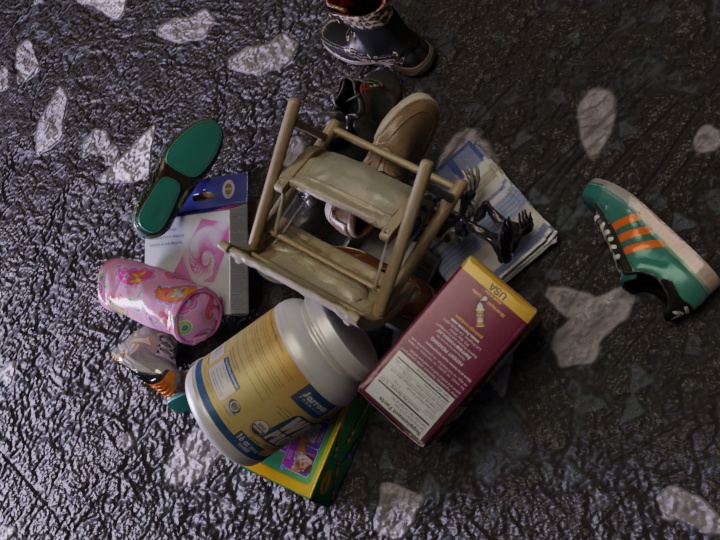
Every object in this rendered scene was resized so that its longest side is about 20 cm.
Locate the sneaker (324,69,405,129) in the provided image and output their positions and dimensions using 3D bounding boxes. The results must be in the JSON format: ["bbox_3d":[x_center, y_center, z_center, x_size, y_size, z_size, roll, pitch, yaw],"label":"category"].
[{"bbox_3d":[0.006,-0.236,1.371,0.077,0.082,0.200,2,39,22],"label":"sneaker"}]

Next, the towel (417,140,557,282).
[{"bbox_3d":[0.145,-0.061,1.290,0.147,0.024,0.200,-42,53,10],"label":"towel"}]

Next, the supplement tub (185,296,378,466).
[{"bbox_3d":[-0.092,0.124,1.198,0.200,0.145,0.145,-35,56,12],"label":"supplement tub"}]

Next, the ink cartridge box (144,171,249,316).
[{"bbox_3d":[-0.236,-0.033,1.426,0.196,0.043,0.201,-5,86,42],"label":"ink cartridge box"}]

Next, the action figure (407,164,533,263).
[{"bbox_3d":[0.111,-0.078,1.236,0.200,0.119,0.102,20,121,33],"label":"action figure"}]

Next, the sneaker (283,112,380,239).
[{"bbox_3d":[-0.045,-0.120,1.280,0.200,0.091,0.076,-50,45,6],"label":"sneaker"}]

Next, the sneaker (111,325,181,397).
[{"bbox_3d":[-0.285,0.110,1.397,0.092,0.076,0.200,-53,27,-10],"label":"sneaker"}]

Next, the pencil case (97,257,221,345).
[{"bbox_3d":[-0.280,0.041,1.379,0.200,0.087,0.088,16,78,40],"label":"pencil case"}]

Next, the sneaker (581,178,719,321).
[{"bbox_3d":[0.312,-0.026,1.150,0.080,0.071,0.200,-42,56,2],"label":"sneaker"}]

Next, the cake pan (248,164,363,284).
[{"bbox_3d":[-0.065,-0.067,1.354,0.200,0.037,0.201,-19,56,30],"label":"cake pan"}]

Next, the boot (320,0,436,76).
[{"bbox_3d":[-0.002,-0.350,1.419,0.200,0.151,0.073,28,84,35],"label":"boot"}]

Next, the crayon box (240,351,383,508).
[{"bbox_3d":[-0.057,0.183,1.277,0.119,0.058,0.201,17,78,34],"label":"crayon box"}]

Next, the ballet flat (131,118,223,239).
[{"bbox_3d":[-0.266,-0.131,1.432,0.074,0.074,0.200,19,66,34],"label":"ballet flat"}]

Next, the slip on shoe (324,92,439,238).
[{"bbox_3d":[0.036,-0.126,1.235,0.200,0.076,0.061,-49,38,2],"label":"slip on shoe"}]

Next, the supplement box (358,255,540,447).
[{"bbox_3d":[0.107,0.095,1.163,0.103,0.131,0.200,41,93,13],"label":"supplement box"}]

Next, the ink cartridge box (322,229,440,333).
[{"bbox_3d":[0.000,0.000,1.326,0.200,0.050,0.109,19,79,44],"label":"ink cartridge box"}]

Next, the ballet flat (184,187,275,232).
[{"bbox_3d":[-0.208,-0.086,1.472,0.199,0.069,0.063,10,70,33],"label":"ballet flat"}]

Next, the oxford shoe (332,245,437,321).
[{"bbox_3d":[-0.003,0.006,1.224,0.199,0.071,0.072,15,81,22],"label":"oxford shoe"}]

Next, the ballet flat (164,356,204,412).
[{"bbox_3d":[-0.184,0.138,1.368,0.199,0.068,0.067,-15,47,23],"label":"ballet flat"}]

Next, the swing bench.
[{"bbox_3d":[-0.020,-0.060,1.144,0.199,0.130,0.201,29,96,24],"label":"swing bench"}]
